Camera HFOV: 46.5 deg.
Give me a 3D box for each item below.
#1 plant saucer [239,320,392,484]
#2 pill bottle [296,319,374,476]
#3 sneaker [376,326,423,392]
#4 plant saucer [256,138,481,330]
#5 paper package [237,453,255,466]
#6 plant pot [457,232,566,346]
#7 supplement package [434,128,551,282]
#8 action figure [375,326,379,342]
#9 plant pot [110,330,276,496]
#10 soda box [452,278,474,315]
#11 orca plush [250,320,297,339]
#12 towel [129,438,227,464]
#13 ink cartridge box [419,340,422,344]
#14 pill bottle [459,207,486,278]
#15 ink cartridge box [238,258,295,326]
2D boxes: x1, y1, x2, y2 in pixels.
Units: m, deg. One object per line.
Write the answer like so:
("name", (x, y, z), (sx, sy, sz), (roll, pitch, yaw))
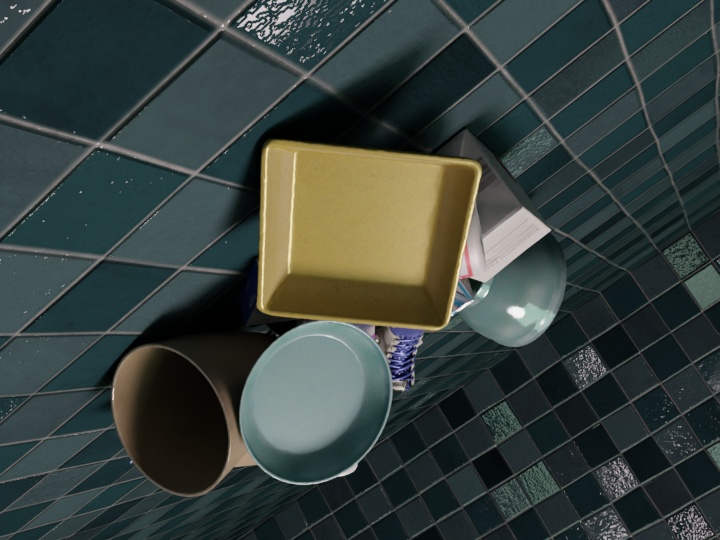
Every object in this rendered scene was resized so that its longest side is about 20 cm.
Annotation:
("plant saucer", (-0.056, 0.153, 0.999), (0.198, 0.203, 0.036), (-25, -158, -21))
("pill bottle", (-0.036, 0.158, 1.091), (0.102, 0.204, 0.104), (3, -168, -1))
("sneaker", (0.059, 0.114, 1.214), (0.079, 0.117, 0.199), (-4, 165, -20))
("plant saucer", (0.002, -0.040, 0.809), (0.196, 0.049, 0.202), (5, 128, -3))
("paper package", (-0.167, 0.257, 1.477), (0.189, 0.104, 0.200), (-33, 163, 6))
("plant pot", (0.212, 0.011, 1.349), (0.133, 0.203, 0.200), (15, 138, -32))
("supplement package", (0.145, -0.074, 1.053), (0.119, 0.122, 0.199), (-38, 163, 14))
("action figure", (-0.029, 0.121, 1.195), (0.200, 0.102, 0.119), (-45, -179, 13))
("plant pot", (-0.178, 0.154, 1.065), (0.187, 0.188, 0.199), (-42, 171, 32))
("soda box", (0.102, -0.001, 1.128), (0.063, 0.069, 0.200), (-35, -166, 13))
("orca plush", (-0.098, 0.083, 1.153), (0.104, 0.072, 0.201), (-23, 161, -28))
("towel", (-0.216, 0.213, 1.164), (0.196, 0.024, 0.147), (-6, -161, -8))
("ink cartridge box", (-0.006, 0.151, 1.408), (0.199, 0.069, 0.115), (-34, -172, -29))
("pill bottle", (0.032, -0.034, 0.912), (0.196, 0.111, 0.109), (-10, 167, 10))
("ink cartridge box", (-0.043, 0.018, 1.031), (0.197, 0.045, 0.094), (-6, 152, -26))
